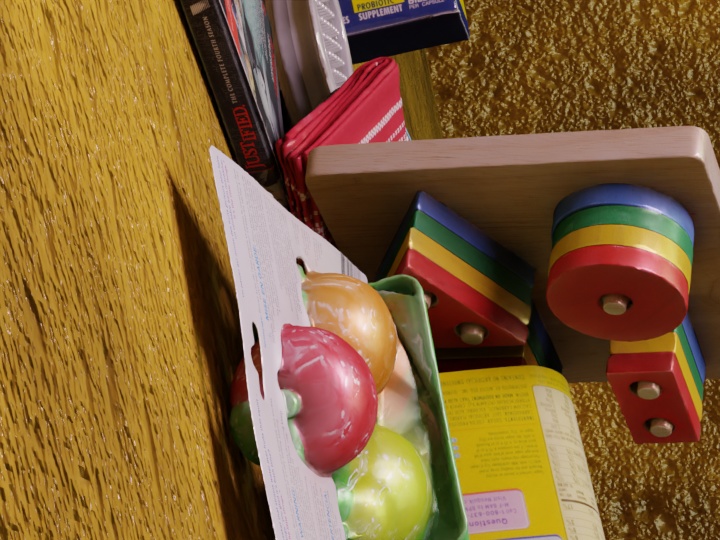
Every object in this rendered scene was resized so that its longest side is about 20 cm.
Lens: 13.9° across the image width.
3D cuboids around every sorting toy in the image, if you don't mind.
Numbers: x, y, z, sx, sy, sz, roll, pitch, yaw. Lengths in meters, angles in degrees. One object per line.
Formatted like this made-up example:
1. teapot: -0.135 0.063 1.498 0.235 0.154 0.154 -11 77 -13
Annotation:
1. sorting toy: 0.091 0.018 1.485 0.199 0.200 0.070 64 30 -51

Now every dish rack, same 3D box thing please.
1. dish rack: -0.034 -0.134 1.757 0.200 0.044 0.172 -97 172 -45

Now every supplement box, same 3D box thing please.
1. supplement box: 0.001 -0.255 2.068 0.110 0.109 0.200 47 31 -81

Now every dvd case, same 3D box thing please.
1. dvd case: -0.068 -0.134 1.493 0.200 0.022 0.146 70 9 -52

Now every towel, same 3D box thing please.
1. towel: 0.000 0.000 1.564 0.145 0.022 0.200 -48 136 -58

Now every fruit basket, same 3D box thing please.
1. fruit basket: -0.022 0.061 1.300 0.200 0.094 0.185 32 43 -61

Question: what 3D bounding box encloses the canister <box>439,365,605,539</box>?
1. canister: 0.052 0.151 1.423 0.087 0.148 0.200 96 -14 -55

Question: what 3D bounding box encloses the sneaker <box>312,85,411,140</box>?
1. sneaker: -0.004 -0.013 1.684 0.096 0.079 0.200 -102 -173 -72
